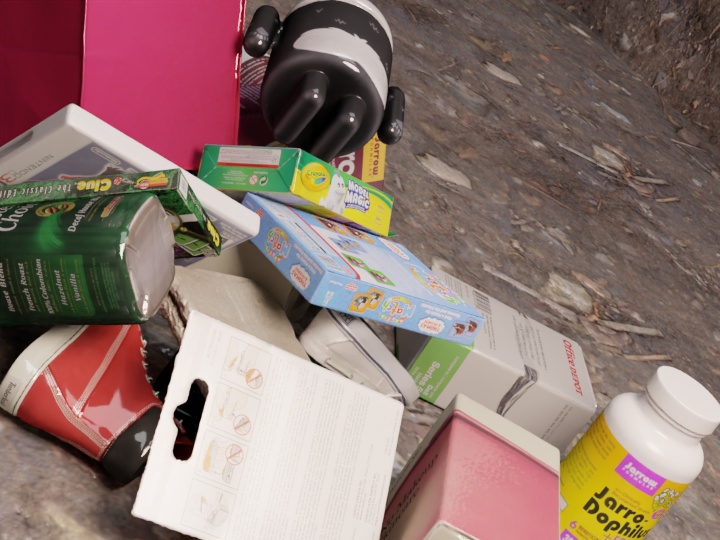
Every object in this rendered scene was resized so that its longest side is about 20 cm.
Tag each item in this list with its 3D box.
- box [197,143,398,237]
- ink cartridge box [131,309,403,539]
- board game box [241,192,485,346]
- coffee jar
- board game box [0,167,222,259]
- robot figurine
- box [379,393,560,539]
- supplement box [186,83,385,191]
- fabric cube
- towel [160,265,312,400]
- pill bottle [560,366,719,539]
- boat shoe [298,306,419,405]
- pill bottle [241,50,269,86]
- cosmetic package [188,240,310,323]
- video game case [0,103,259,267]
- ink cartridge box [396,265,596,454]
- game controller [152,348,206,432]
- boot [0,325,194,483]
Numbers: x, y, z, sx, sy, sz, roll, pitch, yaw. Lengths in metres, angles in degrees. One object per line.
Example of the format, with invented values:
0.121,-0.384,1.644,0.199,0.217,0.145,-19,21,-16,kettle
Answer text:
-0.052,-0.073,1.205,0.117,0.049,0.200,6,-10,32,box
-0.069,0.142,0.925,0.199,0.050,0.162,25,62,-24,ink cartridge box
0.000,0.000,1.129,0.199,0.037,0.151,16,18,-40,board game box
-0.248,-0.005,0.933,0.199,0.086,0.104,-4,27,11,coffee jar
-0.222,-0.038,1.002,0.105,0.199,0.024,66,23,-55,board game box
-0.033,-0.190,1.216,0.201,0.124,0.151,-81,157,-49,robot figurine
0.084,0.214,0.994,0.109,0.128,0.200,30,23,-4,box
-0.080,-0.128,1.338,0.199,0.132,0.103,-11,28,-27,supplement box
-0.248,-0.205,1.188,0.199,0.201,0.196,12,10,41,fabric cube
-0.091,0.081,1.032,0.132,0.034,0.200,13,39,-49,towel
0.250,0.188,1.163,0.104,0.200,0.104,27,24,-13,pill bottle
-0.009,0.098,1.168,0.075,0.086,0.202,50,-1,29,boat shoe
-0.120,-0.199,1.540,0.200,0.113,0.113,44,26,22,pill bottle
-0.139,-0.024,1.183,0.199,0.073,0.104,28,13,11,cosmetic package
-0.215,-0.050,1.023,0.200,0.182,0.023,31,51,-40,video game case
0.143,0.100,1.338,0.199,0.084,0.146,28,25,-12,ink cartridge box
-0.112,0.091,1.087,0.104,0.042,0.200,32,23,-3,game controller
-0.180,0.084,0.985,0.144,0.073,0.200,33,32,-2,boot
